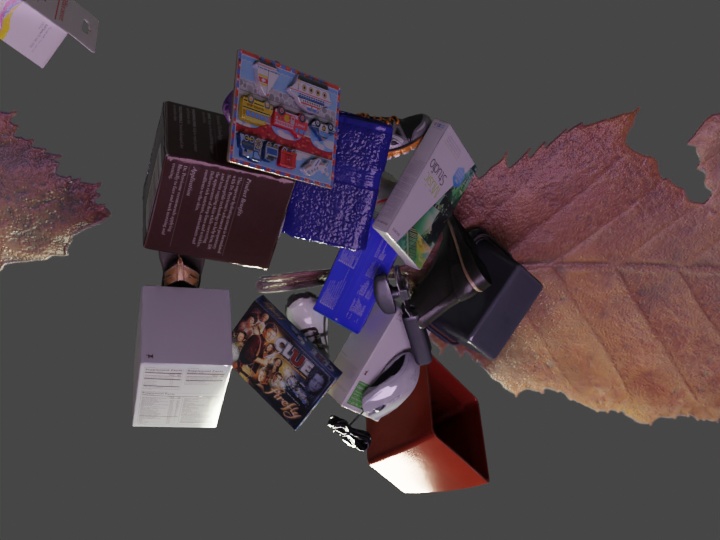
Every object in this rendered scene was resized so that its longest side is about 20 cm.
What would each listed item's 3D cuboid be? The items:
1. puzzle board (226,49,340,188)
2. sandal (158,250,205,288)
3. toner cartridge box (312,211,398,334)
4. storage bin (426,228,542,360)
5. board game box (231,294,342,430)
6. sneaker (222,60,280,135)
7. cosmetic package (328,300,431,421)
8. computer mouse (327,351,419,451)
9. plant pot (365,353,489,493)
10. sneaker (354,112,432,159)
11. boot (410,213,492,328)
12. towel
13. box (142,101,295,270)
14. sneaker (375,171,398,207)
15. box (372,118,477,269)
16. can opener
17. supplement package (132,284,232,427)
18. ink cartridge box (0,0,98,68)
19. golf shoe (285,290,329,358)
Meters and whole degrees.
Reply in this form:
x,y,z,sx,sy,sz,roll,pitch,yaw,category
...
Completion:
x,y,z,sx,sy,sz,roll,pitch,yaw,category
-0.101,-0.208,1.334,0.198,0.017,0.154,10,83,-47,puzzle board
-0.306,0.014,1.597,0.080,0.055,0.203,7,125,-16,sandal
0.000,0.000,1.631,0.094,0.043,0.203,28,114,6,toner cartridge box
0.211,0.045,1.647,0.145,0.134,0.202,36,88,-36,storage bin
-0.144,0.162,1.682,0.200,0.035,0.136,42,114,9,board game box
-0.162,-0.228,1.378,0.087,0.202,0.082,-12,123,18,sneaker
0.030,0.153,1.712,0.107,0.085,0.202,26,96,-40,cosmetic package
0.038,0.227,1.670,0.200,0.044,0.110,-46,130,-7,computer mouse
0.117,0.316,1.841,0.174,0.202,0.200,-30,128,24,plant pot
0.019,-0.214,1.497,0.196,0.078,0.079,-19,110,-6,sneaker
0.129,-0.009,1.591,0.137,0.201,0.077,-37,120,16,boot
-0.039,-0.141,1.458,0.144,0.050,0.204,13,102,1,towel
-0.219,-0.128,1.443,0.196,0.165,0.168,10,123,-20,box
-0.025,-0.119,1.541,0.195,0.094,0.071,5,125,-16,sneaker
0.107,-0.119,1.521,0.202,0.036,0.144,-59,146,-7,box
0.072,0.080,1.630,0.065,0.054,0.203,-12,125,9,can opener
-0.304,0.148,1.605,0.147,0.154,0.202,3,142,-16,supplement package
-0.448,-0.348,1.257,0.199,0.118,0.067,35,114,-31,ink cartridge box
-0.087,0.132,1.712,0.076,0.095,0.203,-13,126,-2,golf shoe
